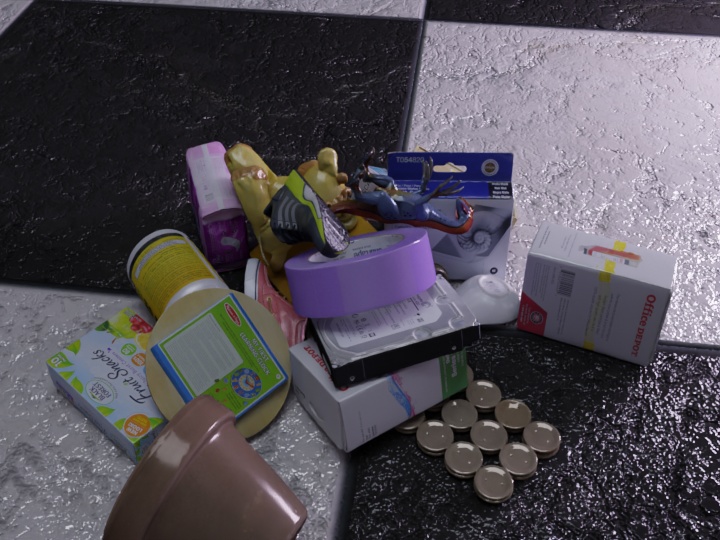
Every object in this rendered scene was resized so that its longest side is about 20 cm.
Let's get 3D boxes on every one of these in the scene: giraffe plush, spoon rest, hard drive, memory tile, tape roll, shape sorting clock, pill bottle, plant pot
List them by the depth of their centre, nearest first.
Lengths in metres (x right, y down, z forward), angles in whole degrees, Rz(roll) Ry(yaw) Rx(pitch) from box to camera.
[{"bbox_3d":[-0.157,0.269,0.935,0.173,0.202,0.201,32,48,7],"label":"plant pot"},{"bbox_3d":[0.040,0.072,1.094,0.195,0.039,0.140,-14,31,-11],"label":"hard drive"},{"bbox_3d":[0.148,0.206,1.107,0.152,0.017,0.199,-33,50,-31],"label":"memory tile"},{"bbox_3d":[-0.184,0.123,1.109,0.195,0.039,0.205,6,74,-20],"label":"shape sorting clock"},{"bbox_3d":[0.000,0.000,1.125,0.195,0.067,0.200,-12,11,2],"label":"tape roll"},{"bbox_3d":[-0.252,0.038,1.225,0.111,0.114,0.200,-24,46,-24],"label":"pill bottle"},{"bbox_3d":[0.152,0.047,1.252,0.196,0.062,0.100,-2,38,-30],"label":"spoon rest"},{"bbox_3d":[-0.096,-0.112,1.276,0.159,0.174,0.203,-24,58,-3],"label":"giraffe plush"}]

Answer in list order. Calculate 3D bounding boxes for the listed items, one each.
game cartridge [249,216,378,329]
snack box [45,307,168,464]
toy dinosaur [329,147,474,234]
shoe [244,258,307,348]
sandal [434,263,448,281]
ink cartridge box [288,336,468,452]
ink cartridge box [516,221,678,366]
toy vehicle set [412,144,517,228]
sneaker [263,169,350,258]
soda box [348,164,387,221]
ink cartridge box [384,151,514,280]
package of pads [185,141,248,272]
[{"bbox_3d":[-0.058,-0.020,1.306,0.175,0.033,0.200,-39,52,-5],"label":"game cartridge"},{"bbox_3d":[-0.308,0.151,1.143,0.198,0.054,0.142,31,51,29],"label":"snack box"},{"bbox_3d":[0.069,-0.095,1.221,0.181,0.200,0.106,39,32,-14],"label":"toy dinosaur"},{"bbox_3d":[-0.122,0.064,1.232,0.089,0.072,0.203,-3,47,-5],"label":"shoe"},{"bbox_3d":[0.056,0.046,1.242,0.197,0.082,0.054,-20,44,-27],"label":"sandal"},{"bbox_3d":[0.022,0.130,1.124,0.197,0.086,0.144,-23,34,-23],"label":"ink cartridge box"},{"bbox_3d":[0.333,0.033,1.201,0.196,0.148,0.084,17,42,18],"label":"ink cartridge box"},{"bbox_3d":[0.167,-0.138,1.396,0.197,0.027,0.125,29,21,-1],"label":"toy vehicle set"},{"bbox_3d":[-0.075,-0.061,1.134,0.081,0.074,0.200,-43,31,4],"label":"sneaker"},{"bbox_3d":[0.073,-0.117,1.369,0.197,0.065,0.068,4,31,-44],"label":"soda box"},{"bbox_3d":[0.133,-0.079,1.285,0.194,0.204,0.041,0,32,2],"label":"ink cartridge box"},{"bbox_3d":[-0.235,-0.106,1.381,0.074,0.122,0.202,-11,42,-12],"label":"package of pads"}]
